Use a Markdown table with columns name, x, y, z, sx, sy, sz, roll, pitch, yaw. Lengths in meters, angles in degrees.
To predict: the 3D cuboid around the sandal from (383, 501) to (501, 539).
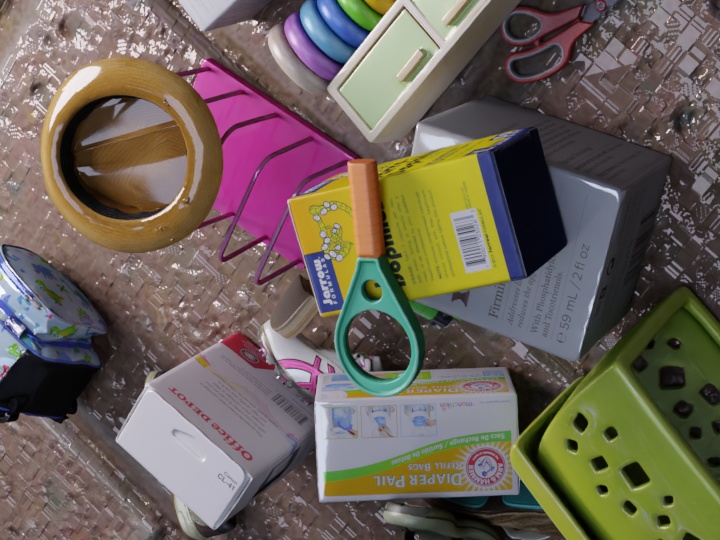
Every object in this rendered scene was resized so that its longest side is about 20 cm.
| name | x | y | z | sx | sy | sz | roll | pitch | yaw |
| --- | --- | --- | --- | --- | --- | --- | --- | --- | --- |
| sandal | 0.076 | 0.273 | 1.516 | 0.079 | 0.201 | 0.058 | -3 | 70 | 30 |

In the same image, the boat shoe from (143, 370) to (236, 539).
| name | x | y | z | sx | sy | sz | roll | pitch | yaw |
| --- | --- | --- | --- | --- | --- | --- | --- | --- | --- |
| boat shoe | -0.188 | 0.204 | 1.713 | 0.064 | 0.073 | 0.202 | -13 | 102 | 17 |

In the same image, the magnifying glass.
| name | x | y | z | sx | sy | sz | roll | pitch | yaw |
| --- | --- | --- | --- | --- | --- | --- | --- | --- | --- |
| magnifying glass | 0.010 | 0.008 | 1.265 | 0.079 | 0.022 | 0.202 | 2 | 106 | 26 |

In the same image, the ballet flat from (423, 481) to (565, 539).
| name | x | y | z | sx | sy | sz | roll | pitch | yaw |
| --- | --- | --- | --- | --- | --- | --- | --- | --- | --- |
| ballet flat | 0.143 | 0.243 | 1.567 | 0.198 | 0.068 | 0.073 | 4 | 127 | 21 |

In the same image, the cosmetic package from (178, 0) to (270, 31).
| name | x | y | z | sx | sy | sz | roll | pitch | yaw |
| --- | --- | --- | --- | --- | --- | --- | --- | --- | --- |
| cosmetic package | -0.087 | -0.323 | 1.487 | 0.200 | 0.102 | 0.074 | -39 | 88 | 29 |

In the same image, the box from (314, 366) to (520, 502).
| name | x | y | z | sx | sy | sz | roll | pitch | yaw |
| --- | --- | --- | --- | --- | --- | --- | --- | --- | --- |
| box | 0.056 | 0.160 | 1.508 | 0.197 | 0.113 | 0.103 | -2 | 100 | 0 |

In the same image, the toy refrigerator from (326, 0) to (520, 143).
| name | x | y | z | sx | sy | sz | roll | pitch | yaw |
| --- | --- | --- | --- | --- | --- | --- | --- | --- | --- |
| toy refrigerator | 0.060 | -0.219 | 1.456 | 0.076 | 0.070 | 0.200 | 51 | 120 | 16 |

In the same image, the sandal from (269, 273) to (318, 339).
| name | x | y | z | sx | sy | sz | roll | pitch | yaw |
| --- | --- | --- | --- | --- | --- | --- | --- | --- | --- |
| sandal | -0.001 | -0.003 | 1.564 | 0.069 | 0.078 | 0.212 | 35 | 106 | -26 |

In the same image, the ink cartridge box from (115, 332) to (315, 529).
| name | x | y | z | sx | sy | sz | roll | pitch | yaw |
| --- | --- | --- | --- | --- | --- | --- | --- | --- | --- |
| ink cartridge box | -0.138 | 0.162 | 1.595 | 0.147 | 0.200 | 0.086 | 39 | 118 | 11 |

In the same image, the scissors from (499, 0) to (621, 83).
| name | x | y | z | sx | sy | sz | roll | pitch | yaw |
| --- | --- | --- | --- | --- | --- | --- | --- | --- | --- |
| scissors | 0.217 | -0.233 | 1.414 | 0.198 | 0.014 | 0.074 | -17 | 94 | 28 |

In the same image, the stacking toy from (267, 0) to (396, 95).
| name | x | y | z | sx | sy | sz | roll | pitch | yaw |
| --- | --- | --- | --- | --- | --- | --- | --- | --- | --- |
| stacking toy | 0.004 | -0.263 | 1.480 | 0.200 | 0.085 | 0.086 | -40 | 85 | 22 |

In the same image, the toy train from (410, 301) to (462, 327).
| name | x | y | z | sx | sy | sz | roll | pitch | yaw |
| --- | --- | --- | --- | --- | --- | --- | --- | --- | --- |
| toy train | 0.028 | 0.000 | 1.505 | 0.199 | 0.042 | 0.056 | 31 | 119 | -24 |

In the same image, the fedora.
| name | x | y | z | sx | sy | sz | roll | pitch | yaw |
| --- | --- | --- | --- | --- | --- | --- | --- | --- | --- |
| fedora | -0.212 | -0.115 | 1.478 | 0.198 | 0.082 | 0.203 | 5 | 103 | 20 |

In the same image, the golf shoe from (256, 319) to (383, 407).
| name | x | y | z | sx | sy | sz | roll | pitch | yaw |
| --- | --- | --- | --- | --- | --- | --- | --- | --- | --- |
| golf shoe | -0.020 | 0.112 | 1.604 | 0.200 | 0.073 | 0.092 | 42 | 100 | 4 |

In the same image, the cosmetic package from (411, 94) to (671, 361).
| name | x | y | z | sx | sy | sz | roll | pitch | yaw |
| --- | --- | --- | --- | --- | --- | --- | --- | --- | --- |
| cosmetic package | 0.155 | -0.044 | 1.410 | 0.198 | 0.166 | 0.169 | 20 | 113 | 21 |

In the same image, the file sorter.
| name | x | y | z | sx | sy | sz | roll | pitch | yaw |
| --- | --- | --- | --- | --- | --- | --- | --- | --- | --- |
| file sorter | -0.132 | -0.098 | 1.560 | 0.199 | 0.125 | 0.140 | 34 | 116 | 14 |

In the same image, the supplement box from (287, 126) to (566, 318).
| name | x | y | z | sx | sy | sz | roll | pitch | yaw |
| --- | --- | --- | --- | --- | --- | --- | --- | --- | --- |
| supplement box | 0.057 | -0.041 | 1.301 | 0.198 | 0.109 | 0.111 | -12 | 100 | 29 |

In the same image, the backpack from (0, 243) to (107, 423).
| name | x | y | z | sx | sy | sz | roll | pitch | yaw |
| --- | --- | --- | --- | --- | --- | --- | --- | --- | --- |
| backpack | -0.393 | 0.056 | 1.709 | 0.199 | 0.183 | 0.147 | 39 | 95 | 15 |

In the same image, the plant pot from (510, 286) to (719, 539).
| name | x | y | z | sx | sy | sz | roll | pitch | yaw |
| --- | --- | --- | --- | --- | --- | --- | --- | --- | --- |
| plant pot | 0.266 | 0.166 | 1.404 | 0.181 | 0.200 | 0.200 | -41 | 86 | 35 |
